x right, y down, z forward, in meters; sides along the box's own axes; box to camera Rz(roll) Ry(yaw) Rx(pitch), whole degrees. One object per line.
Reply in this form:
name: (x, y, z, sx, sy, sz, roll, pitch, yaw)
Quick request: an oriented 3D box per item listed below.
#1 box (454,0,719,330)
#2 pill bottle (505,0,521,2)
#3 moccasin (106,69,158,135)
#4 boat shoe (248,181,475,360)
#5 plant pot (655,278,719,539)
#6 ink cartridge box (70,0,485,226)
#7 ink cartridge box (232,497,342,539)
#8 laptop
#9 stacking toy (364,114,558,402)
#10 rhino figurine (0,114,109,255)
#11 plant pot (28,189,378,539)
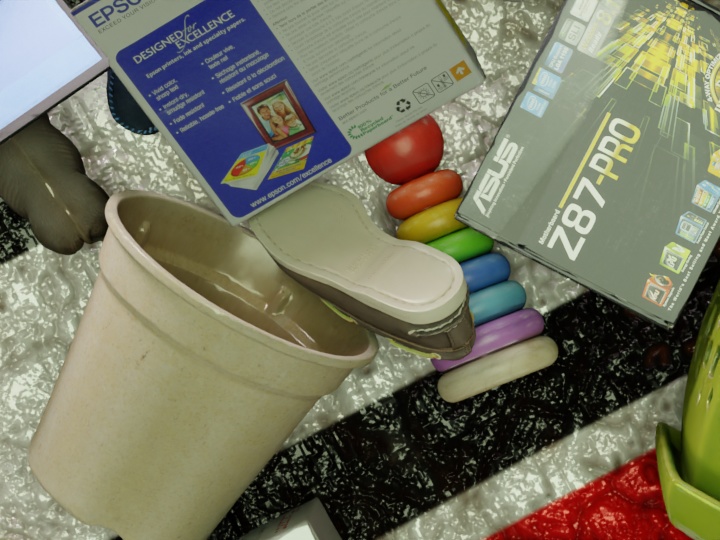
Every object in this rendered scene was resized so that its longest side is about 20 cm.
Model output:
box: (0.176, -0.085, 1.591, 0.161, 0.049, 0.200, 28, 93, 3)
pill bottle: (0.097, -0.287, 1.612, 0.112, 0.112, 0.200, 23, 93, 0)
moccasin: (-0.128, -0.177, 1.618, 0.080, 0.068, 0.200, 16, 115, -5)
boat shoe: (0.000, 0.000, 1.615, 0.072, 0.200, 0.060, -42, 134, -20)
plant pot: (0.298, 0.105, 1.591, 0.199, 0.200, 0.182, 28, 100, -1)
ink cartridge box: (-0.052, -0.151, 1.576, 0.198, 0.047, 0.200, -29, 123, 10)
ink cartridge box: (-0.099, 0.235, 1.625, 0.200, 0.146, 0.083, -27, 90, 2)
laptop: (-0.293, -0.170, 1.577, 0.177, 0.103, 0.200, -35, 109, -7)
stacking toy: (0.060, -0.017, 1.649, 0.085, 0.085, 0.200, -21, 86, 2)
rhino figurine: (-0.231, -0.088, 1.640, 0.060, 0.087, 0.200, -38, 82, -1)
plant pot: (-0.120, 0.077, 1.609, 0.200, 0.200, 0.184, 31, 104, -1)
